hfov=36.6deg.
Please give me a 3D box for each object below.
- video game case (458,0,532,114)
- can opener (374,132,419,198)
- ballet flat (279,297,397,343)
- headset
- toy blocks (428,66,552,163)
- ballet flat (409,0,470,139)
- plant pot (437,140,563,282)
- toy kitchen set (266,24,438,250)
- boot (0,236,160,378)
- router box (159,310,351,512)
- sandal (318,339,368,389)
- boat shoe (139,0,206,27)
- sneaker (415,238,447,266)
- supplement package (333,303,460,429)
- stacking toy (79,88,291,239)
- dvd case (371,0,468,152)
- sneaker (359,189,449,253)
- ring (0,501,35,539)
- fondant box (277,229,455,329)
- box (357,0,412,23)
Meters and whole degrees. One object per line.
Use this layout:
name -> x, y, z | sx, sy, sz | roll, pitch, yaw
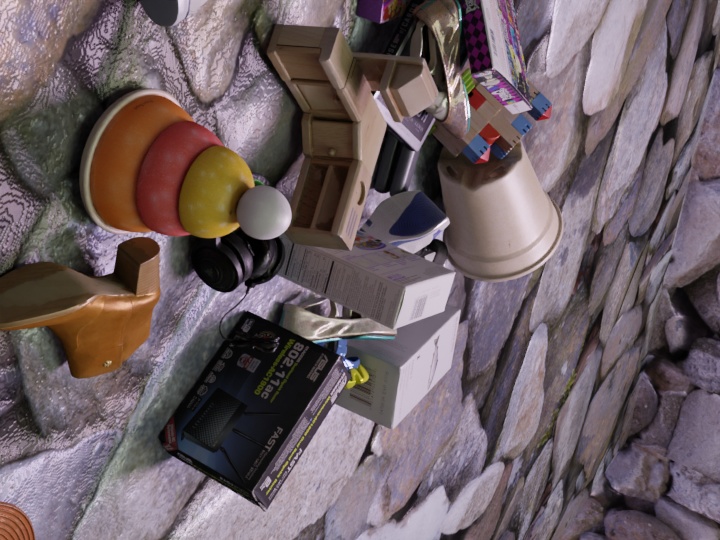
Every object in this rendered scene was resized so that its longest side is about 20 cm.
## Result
video game case -> 0.171, -0.325, 1.425 | 0.181, 0.035, 0.203 | 17, 62, -64
can opener -> 0.073, -0.199, 1.520 | 0.066, 0.052, 0.202 | -6, 115, -62
ballet flat -> -0.024, 0.066, 1.482 | 0.198, 0.067, 0.063 | 0, 90, -42
headset -> -0.127, -0.010, 1.242 | 0.123, 0.093, 0.203 | -14, 111, -58
toy blocks -> 0.187, -0.227, 1.588 | 0.200, 0.137, 0.100 | -46, -179, -22
ballet flat -> 0.094, -0.250, 1.378 | 0.067, 0.068, 0.202 | -25, 126, -21
plant pot -> 0.205, -0.118, 1.695 | 0.201, 0.199, 0.184 | -54, 144, -25
toy kitchen set -> -0.013, -0.145, 1.229 | 0.200, 0.161, 0.182 | 55, 47, -60
boot -> -0.276, 0.056, 1.045 | 0.200, 0.071, 0.145 | -24, 145, -39
router box -> -0.126, 0.166, 1.318 | 0.201, 0.149, 0.062 | -57, 151, -21
sandal -> -0.073, 0.138, 1.501 | 0.199, 0.079, 0.088 | -20, 98, -51
boat shoe -> -0.153, -0.323, 0.969 | 0.086, 0.074, 0.204 | -41, 146, -41
sneaker -> 0.078, -0.017, 1.659 | 0.199, 0.066, 0.091 | -34, 141, -46
supplement package -> 0.054, 0.128, 1.662 | 0.200, 0.116, 0.118 | -39, 142, -50
stacking toy -> -0.151, -0.076, 1.023 | 0.146, 0.198, 0.147 | -41, 144, -40
dvd case -> 0.082, -0.273, 1.414 | 0.150, 0.025, 0.202 | 33, 83, -57
sneaker -> 0.029, -0.022, 1.533 | 0.198, 0.081, 0.115 | -36, 157, -10
ring -> -0.399, 0.317, 1.066 | 0.200, 0.019, 0.202 | -42, 144, -41
fondant box -> 0.000, 0.000, 1.370 | 0.144, 0.198, 0.059 | -13, 124, -59
box -> 0.071, -0.401, 1.373 | 0.200, 0.039, 0.138 | -34, 140, -49
